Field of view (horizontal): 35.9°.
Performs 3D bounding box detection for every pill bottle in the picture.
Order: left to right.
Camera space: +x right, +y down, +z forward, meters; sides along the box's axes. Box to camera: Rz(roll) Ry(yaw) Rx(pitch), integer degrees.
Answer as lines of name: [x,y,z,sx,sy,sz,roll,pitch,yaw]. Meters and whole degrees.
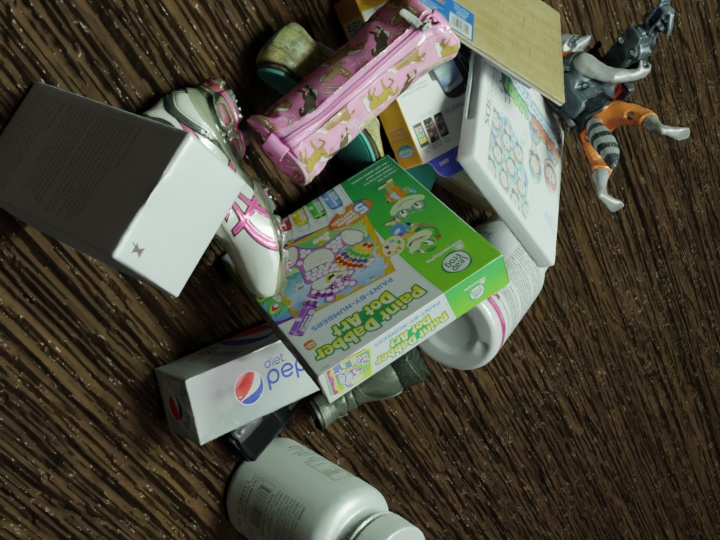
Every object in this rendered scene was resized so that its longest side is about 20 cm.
pill bottle: [-0.035,0.261,1.142,0.114,0.200,0.115,-22,123,-40]
pill bottle: [0.144,0.016,1.278,0.200,0.113,0.114,-45,137,-47]

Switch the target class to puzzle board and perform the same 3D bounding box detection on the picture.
puzzle board: [0.121,-0.258,1.105,0.200,0.017,0.151,27,45,-21]

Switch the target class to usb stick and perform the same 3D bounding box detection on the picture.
usb stick: [-0.070,0.114,1.170,0.200,0.033,0.056,-50,127,-21]

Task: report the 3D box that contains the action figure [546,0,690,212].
action figure: [0.262,-0.192,1.179,0.104,0.194,0.200,-7,142,-32]

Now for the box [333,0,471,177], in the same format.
box: [0.062,-0.194,1.118,0.119,0.041,0.201,-30,104,-36]

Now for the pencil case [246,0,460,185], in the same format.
pencil case: [-0.007,-0.161,0.982,0.200,0.083,0.087,-42,146,-9]

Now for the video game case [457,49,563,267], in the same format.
video game case: [0.162,-0.130,1.155,0.200,0.024,0.183,46,44,-44]

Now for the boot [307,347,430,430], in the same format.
boot: [0.004,0.118,1.222,0.130,0.068,0.200,-28,177,6]

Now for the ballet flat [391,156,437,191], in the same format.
ballet flat: [0.008,-0.055,1.158,0.200,0.065,0.071,-54,127,-18]

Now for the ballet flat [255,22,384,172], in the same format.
ballet flat: [-0.025,-0.167,1.073,0.200,0.071,0.071,41,75,-47]

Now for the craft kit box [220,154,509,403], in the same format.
craft kit box: [0.000,0.000,1.029,0.200,0.198,0.049,-33,139,-12]

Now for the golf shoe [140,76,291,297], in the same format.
golf shoe: [-0.129,-0.062,0.978,0.092,0.073,0.201,-26,101,-23]

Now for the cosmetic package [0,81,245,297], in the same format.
cosmetic package: [-0.192,-0.065,0.825,0.071,0.200,0.102,41,76,-48]

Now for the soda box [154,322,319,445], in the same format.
soda box: [-0.095,0.096,1.086,0.200,0.063,0.069,-22,110,-34]

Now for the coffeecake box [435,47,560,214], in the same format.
coffeecake box: [0.153,-0.180,1.257,0.153,0.073,0.201,25,87,-48]
